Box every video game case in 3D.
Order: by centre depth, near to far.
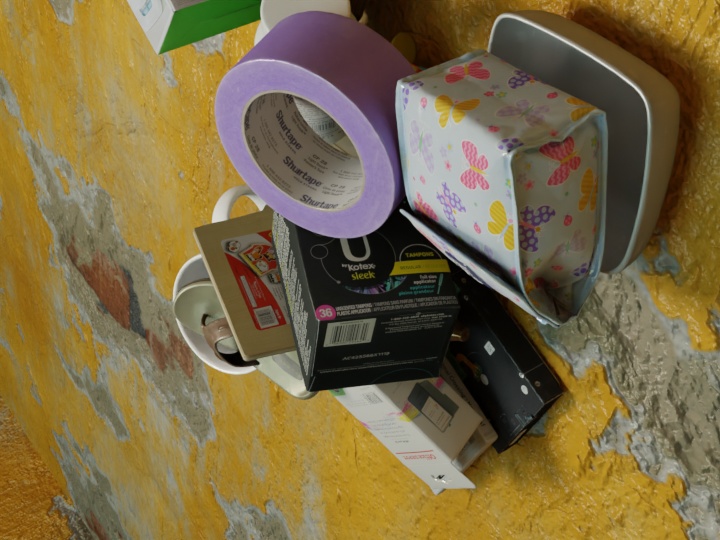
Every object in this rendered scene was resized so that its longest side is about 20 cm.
[{"bbox_3d":[0.076,0.159,1.480,0.183,0.022,0.200,56,154,15],"label":"video game case"}]

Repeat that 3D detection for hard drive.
[{"bbox_3d":[0.134,0.090,1.384,0.201,0.038,0.140,54,149,18],"label":"hard drive"}]

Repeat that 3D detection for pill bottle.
[{"bbox_3d":[-0.052,-0.220,1.286,0.115,0.114,0.200,55,170,16],"label":"pill bottle"}]

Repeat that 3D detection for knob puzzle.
[{"bbox_3d":[-0.064,0.008,1.352,0.220,0.218,0.031,50,148,25],"label":"knob puzzle"}]

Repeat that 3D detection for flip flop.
[{"bbox_3d":[-0.128,0.079,1.362,0.199,0.057,0.082,36,123,15],"label":"flip flop"}]

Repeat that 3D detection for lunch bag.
[{"bbox_3d":[0.118,-0.061,1.062,0.169,0.126,0.202,40,148,45],"label":"lunch bag"}]

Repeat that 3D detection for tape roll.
[{"bbox_3d":[-0.033,-0.134,1.160,0.198,0.085,0.201,23,141,20],"label":"tape roll"}]

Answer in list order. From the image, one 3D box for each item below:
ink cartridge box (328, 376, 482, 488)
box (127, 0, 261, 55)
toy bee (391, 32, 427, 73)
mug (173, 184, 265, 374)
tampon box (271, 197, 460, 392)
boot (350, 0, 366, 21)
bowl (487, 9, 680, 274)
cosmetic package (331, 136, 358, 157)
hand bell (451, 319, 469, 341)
[{"bbox_3d":[0.053,0.153,1.371,0.200,0.067,0.117,45,156,-12],"label":"ink cartridge box"},{"bbox_3d":[-0.174,-0.365,1.382,0.178,0.199,0.097,59,150,9],"label":"box"},{"bbox_3d":[0.036,-0.191,1.262,0.200,0.108,0.132,-42,31,51],"label":"toy bee"},{"bbox_3d":[-0.121,-0.002,1.471,0.146,0.175,0.202,-8,104,33],"label":"mug"},{"bbox_3d":[0.000,0.000,1.268,0.127,0.148,0.202,102,157,-51],"label":"tampon box"},{"bbox_3d":[-0.041,-0.324,1.253,0.201,0.142,0.072,138,148,-64],"label":"boot"},{"bbox_3d":[0.197,-0.119,1.087,0.199,0.074,0.202,41,142,37],"label":"bowl"},{"bbox_3d":[-0.024,-0.127,1.446,0.200,0.073,0.104,39,142,38],"label":"cosmetic package"},{"bbox_3d":[0.037,0.041,1.376,0.199,0.104,0.105,19,128,38],"label":"hand bell"}]
